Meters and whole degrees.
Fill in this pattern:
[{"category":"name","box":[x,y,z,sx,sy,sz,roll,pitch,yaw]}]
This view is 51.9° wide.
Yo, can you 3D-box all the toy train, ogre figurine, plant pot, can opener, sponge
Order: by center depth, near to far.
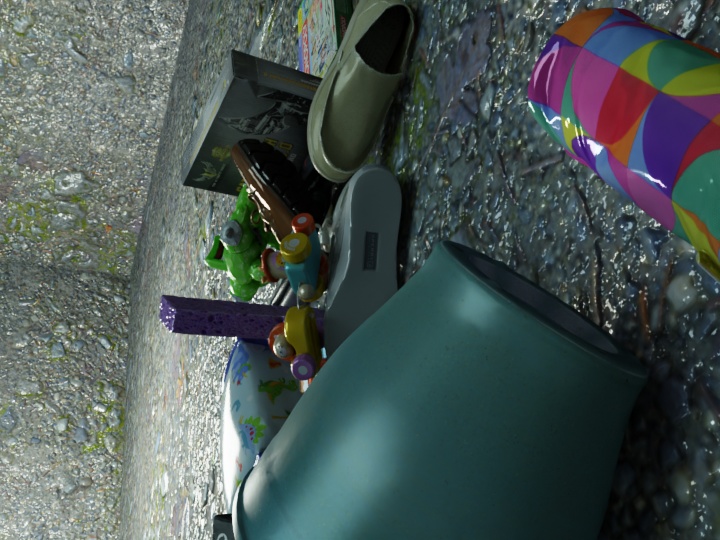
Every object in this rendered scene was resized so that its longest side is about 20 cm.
[{"category":"plant pot","box":[0.054,0.097,0.418,0.191,0.196,0.200,-61,27,12]},{"category":"toy train","box":[-0.057,0.047,0.749,0.150,0.054,0.207,17,-112,-78]},{"category":"sponge","box":[-0.124,0.056,0.842,0.111,0.194,0.031,-167,84,-68]},{"category":"can opener","box":[-0.045,-0.122,0.882,0.200,0.062,0.081,134,136,-56]},{"category":"ogre figurine","box":[-0.142,-0.037,0.985,0.121,0.097,0.201,-60,1,-37]},{"category":"can opener","box":[-0.122,0.056,1.007,0.201,0.065,0.055,123,146,-47]}]

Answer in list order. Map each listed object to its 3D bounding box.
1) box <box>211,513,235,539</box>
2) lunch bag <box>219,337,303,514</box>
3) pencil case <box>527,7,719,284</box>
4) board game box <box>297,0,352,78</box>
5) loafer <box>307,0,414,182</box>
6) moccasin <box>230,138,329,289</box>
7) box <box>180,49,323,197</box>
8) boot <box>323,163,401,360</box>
[{"category":"box","box":[-0.019,0.242,0.517,0.077,0.198,0.146,1,81,32]},{"category":"lunch bag","box":[-0.105,0.208,0.839,0.203,0.124,0.172,-63,29,32]},{"category":"pencil case","box":[0.154,-0.059,0.350,0.202,0.086,0.090,-112,37,-54]},{"category":"board game box","box":[-0.050,-0.323,1.004,0.135,0.028,0.205,130,141,-52]},{"category":"loafer","box":[0.001,-0.191,0.756,0.068,0.074,0.206,17,90,68]},{"category":"moccasin","box":[-0.088,-0.066,0.863,0.203,0.073,0.078,51,126,6]},{"category":"box","box":[-0.128,-0.174,0.953,0.200,0.155,0.049,-48,43,43]},{"category":"boot","box":[0.000,0.000,0.746,0.095,0.071,0.206,-167,88,-80]}]
